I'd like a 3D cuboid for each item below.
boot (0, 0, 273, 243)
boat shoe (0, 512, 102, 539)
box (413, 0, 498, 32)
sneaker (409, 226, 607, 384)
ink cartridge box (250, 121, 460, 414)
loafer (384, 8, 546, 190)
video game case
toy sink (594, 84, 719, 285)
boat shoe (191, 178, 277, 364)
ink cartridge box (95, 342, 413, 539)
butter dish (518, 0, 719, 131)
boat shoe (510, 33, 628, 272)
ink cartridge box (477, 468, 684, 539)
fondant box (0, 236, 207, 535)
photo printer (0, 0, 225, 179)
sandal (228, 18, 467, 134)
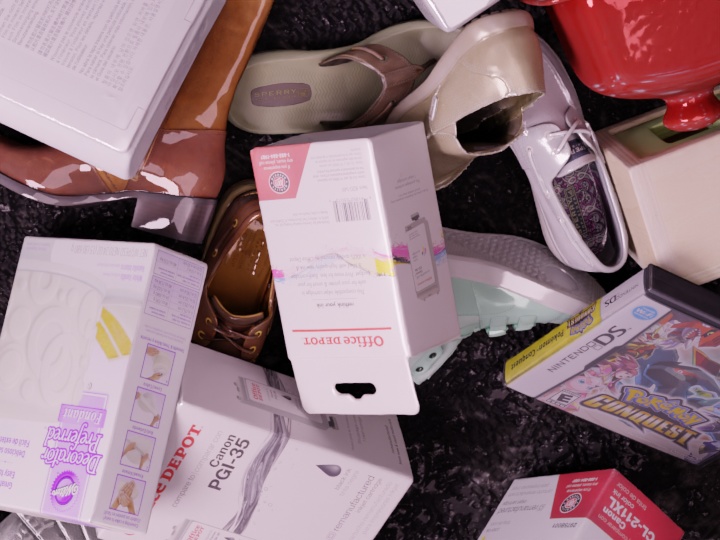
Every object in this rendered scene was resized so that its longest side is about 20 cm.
[{"bbox_3d":[-0.174,-0.138,1.482,0.188,0.068,0.200,16,95,11],"label":"boot"},{"bbox_3d":[-0.262,0.227,1.582,0.202,0.065,0.075,-32,88,-4],"label":"boat shoe"},{"bbox_3d":[0.081,-0.303,1.429,0.200,0.131,0.199,-34,102,2],"label":"box"},{"bbox_3d":[0.088,0.035,1.570,0.200,0.074,0.118,13,119,-20],"label":"sneaker"},{"bbox_3d":[0.000,0.000,1.474,0.067,0.116,0.201,-20,104,-49],"label":"ink cartridge box"},{"bbox_3d":[0.074,-0.107,1.472,0.076,0.200,0.068,-9,64,-25],"label":"loafer"},{"bbox_3d":[0.239,0.077,1.545,0.200,0.026,0.181,24,143,-23],"label":"video game case"},{"bbox_3d":[0.289,-0.081,1.528,0.200,0.130,0.112,-20,107,-1],"label":"toy sink"},{"bbox_3d":[-0.101,0.032,1.539,0.072,0.068,0.201,15,103,-12],"label":"boat shoe"},{"bbox_3d":[-0.085,0.154,1.535,0.200,0.083,0.147,20,119,-24],"label":"ink cartridge box"},{"bbox_3d":[0.220,-0.171,1.450,0.199,0.200,0.148,-18,101,-2],"label":"butter dish"},{"bbox_3d":[0.149,-0.086,1.521,0.072,0.068,0.200,-23,109,-19],"label":"boat shoe"},{"bbox_3d":[0.133,0.256,1.549,0.083,0.146,0.200,43,64,-17],"label":"ink cartridge box"},{"bbox_3d":[-0.198,0.079,1.465,0.058,0.144,0.201,21,76,-47],"label":"fondant box"},{"bbox_3d":[-0.214,-0.175,1.424,0.200,0.069,0.167,24,75,4],"label":"photo printer"},{"bbox_3d":[-0.003,-0.133,1.511,0.200,0.057,0.080,-12,107,-4],"label":"sandal"}]
